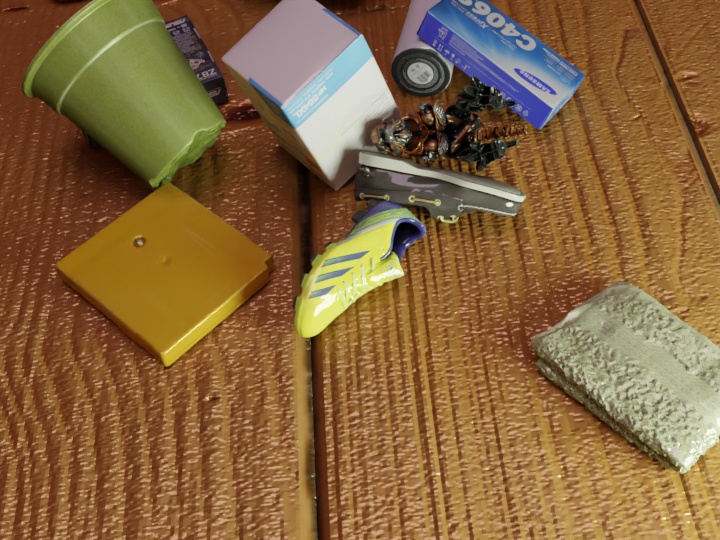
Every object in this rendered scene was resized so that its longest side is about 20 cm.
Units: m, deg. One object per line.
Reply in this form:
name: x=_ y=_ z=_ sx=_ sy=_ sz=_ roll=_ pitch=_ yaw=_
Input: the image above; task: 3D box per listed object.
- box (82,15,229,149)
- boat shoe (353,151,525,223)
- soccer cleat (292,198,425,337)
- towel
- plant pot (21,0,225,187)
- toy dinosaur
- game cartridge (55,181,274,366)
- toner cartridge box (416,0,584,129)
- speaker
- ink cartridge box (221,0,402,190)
box: x=-0.299 y=-0.260 z=1.364 sx=0.199 sy=0.049 sz=0.162 roll=-23 pitch=49 yaw=-12
boat shoe: x=0.090 y=-0.089 z=1.162 sx=0.200 sy=0.061 sz=0.072 roll=15 pitch=13 yaw=14
soccer cleat: x=0.000 y=-0.001 z=1.092 sx=0.083 sy=0.065 sz=0.200 roll=26 pitch=57 yaw=21
towel: x=0.282 y=0.097 z=0.990 sx=0.148 sy=0.037 sz=0.200 roll=-35 pitch=54 yaw=-20
plant pot: x=-0.268 y=-0.210 z=1.214 sx=0.190 sy=0.200 sz=0.200 roll=47 pitch=62 yaw=-4
toy dinosaur: x=0.115 y=-0.172 z=1.196 sx=0.199 sy=0.103 sz=0.135 roll=-29 pitch=12 yaw=-26
game cartridge: x=-0.221 y=-0.001 z=1.145 sx=0.200 sy=0.033 sz=0.176 roll=35 pitch=61 yaw=28
toner cartridge box: x=0.177 y=-0.272 z=1.263 sx=0.200 sy=0.043 sz=0.095 roll=39 pitch=52 yaw=8
speaker: x=0.099 y=-0.329 z=1.352 sx=0.081 sy=0.082 sz=0.201 roll=6 pitch=51 yaw=12
ink cartridge box: x=-0.048 y=-0.205 z=1.199 sx=0.125 sy=0.200 sz=0.128 roll=-44 pitch=56 yaw=-6
